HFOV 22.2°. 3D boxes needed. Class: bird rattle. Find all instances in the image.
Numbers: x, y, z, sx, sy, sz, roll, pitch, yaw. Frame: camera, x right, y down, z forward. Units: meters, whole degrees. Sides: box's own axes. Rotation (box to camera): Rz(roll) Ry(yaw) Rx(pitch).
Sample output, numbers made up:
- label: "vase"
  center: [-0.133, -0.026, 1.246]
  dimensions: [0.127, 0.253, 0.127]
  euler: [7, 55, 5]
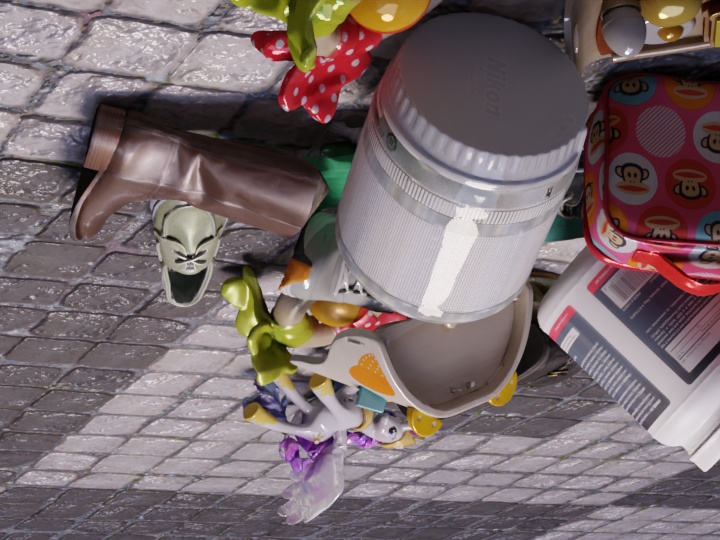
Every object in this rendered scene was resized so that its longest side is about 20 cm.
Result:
- label: "bird rattle"
  center: [0.000, -0.174, 1.251]
  dimensions: [0.162, 0.113, 0.200]
  euler: [-25, 160, 5]
- label: "bird rattle"
  center: [-0.025, 0.043, 1.795]
  dimensions: [0.199, 0.113, 0.163]
  euler: [5, 141, -33]

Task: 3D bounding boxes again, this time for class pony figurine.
- label: "pony figurine"
  center: [-0.044, 0.180, 2.127]
  dimensions: [0.192, 0.168, 0.200]
  euler: [-26, 137, 27]

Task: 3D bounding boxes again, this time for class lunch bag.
- label: "lunch bag"
  center: [0.280, -0.062, 1.479]
  dimensions: [0.198, 0.178, 0.082]
  euler: [7, 156, -6]

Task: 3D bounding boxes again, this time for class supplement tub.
- label: "supplement tub"
  center: [0.263, 0.058, 1.571]
  dimensions: [0.140, 0.200, 0.140]
  euler: [-43, 169, -11]

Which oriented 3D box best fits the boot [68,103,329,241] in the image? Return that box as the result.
- label: "boot"
  center: [-0.133, -0.055, 1.506]
  dimensions: [0.198, 0.065, 0.187]
  euler: [13, 153, -10]

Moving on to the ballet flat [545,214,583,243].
- label: "ballet flat"
  center: [0.230, -0.063, 1.653]
  dimensions: [0.198, 0.066, 0.071]
  euler: [1, 126, -9]

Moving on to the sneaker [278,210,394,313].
- label: "sneaker"
  center: [0.000, 0.000, 1.573]
  dimensions: [0.092, 0.076, 0.200]
  euler: [26, -168, 16]

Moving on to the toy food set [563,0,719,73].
- label: "toy food set"
  center: [0.248, -0.176, 1.356]
  dimensions: [0.198, 0.061, 0.144]
  euler: [-7, 159, 6]

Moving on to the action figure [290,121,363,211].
- label: "action figure"
  center: [-0.006, -0.090, 1.524]
  dimensions: [0.198, 0.055, 0.118]
  euler: [-9, 158, 20]

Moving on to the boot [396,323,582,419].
- label: "boot"
  center: [0.152, 0.111, 1.938]
  dimensions: [0.199, 0.070, 0.174]
  euler: [-22, 165, 22]

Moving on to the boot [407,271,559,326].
- label: "boot"
  center: [0.096, 0.052, 1.920]
  dimensions: [0.174, 0.067, 0.199]
  euler: [-2, 164, -46]

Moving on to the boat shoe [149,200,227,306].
- label: "boat shoe"
  center: [-0.149, -0.028, 1.634]
  dimensions: [0.071, 0.063, 0.200]
  euler: [-4, 158, -6]

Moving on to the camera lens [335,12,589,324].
- label: "camera lens"
  center: [0.073, -0.071, 1.377]
  dimensions: [0.159, 0.161, 0.201]
  euler: [0, 141, -16]

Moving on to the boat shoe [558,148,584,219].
- label: "boat shoe"
  center: [0.184, -0.080, 1.576]
  dimensions: [0.198, 0.072, 0.072]
  euler: [-9, 159, 9]

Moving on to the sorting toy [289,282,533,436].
- label: "sorting toy"
  center: [0.033, 0.077, 1.687]
  dimensions: [0.199, 0.108, 0.179]
  euler: [-17, -166, -40]
